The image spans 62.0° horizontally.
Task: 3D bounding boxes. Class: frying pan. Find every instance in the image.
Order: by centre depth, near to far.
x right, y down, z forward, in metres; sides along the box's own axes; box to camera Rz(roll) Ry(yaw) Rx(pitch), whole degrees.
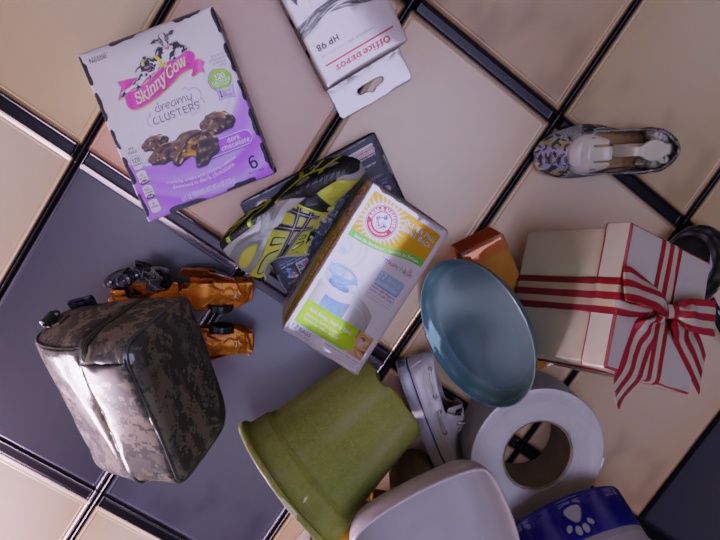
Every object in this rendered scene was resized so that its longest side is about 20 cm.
[{"bbox_3d":[0.505,0.012,0.869,0.188,0.031,0.116,34,96,-15],"label":"frying pan"}]

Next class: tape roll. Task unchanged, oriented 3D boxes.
[{"bbox_3d":[0.246,0.253,0.871,0.198,0.071,0.207,-1,101,-6],"label":"tape roll"}]

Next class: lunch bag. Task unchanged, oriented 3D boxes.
[{"bbox_3d":[-0.272,0.134,0.700,0.164,0.140,0.204,-6,114,18],"label":"lunch bag"}]

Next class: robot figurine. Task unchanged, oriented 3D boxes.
[{"bbox_3d":[-0.238,0.059,0.784,0.195,0.058,0.148,1,101,-7],"label":"robot figurine"}]

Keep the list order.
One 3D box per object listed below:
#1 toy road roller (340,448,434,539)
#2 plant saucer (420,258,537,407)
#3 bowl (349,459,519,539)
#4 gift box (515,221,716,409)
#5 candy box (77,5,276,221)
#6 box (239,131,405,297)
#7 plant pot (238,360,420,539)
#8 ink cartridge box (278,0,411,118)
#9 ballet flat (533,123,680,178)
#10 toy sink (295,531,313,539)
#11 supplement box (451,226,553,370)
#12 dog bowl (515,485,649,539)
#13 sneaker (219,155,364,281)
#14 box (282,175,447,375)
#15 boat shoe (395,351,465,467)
[{"bbox_3d":[0.027,0.356,0.844,0.143,0.123,0.204,9,101,-1],"label":"toy road roller"},{"bbox_3d":[0.153,0.078,0.775,0.027,0.199,0.204,-23,105,-31],"label":"plant saucer"},{"bbox_3d":[0.089,0.336,0.737,0.197,0.075,0.203,-23,107,-8],"label":"bowl"},{"bbox_3d":[0.313,0.062,0.740,0.181,0.186,0.205,12,83,-28],"label":"gift box"},{"bbox_3d":[-0.214,-0.186,0.727,0.165,0.072,0.203,-20,104,-1],"label":"candy box"},{"bbox_3d":[-0.035,-0.063,0.786,0.197,0.046,0.161,-28,104,0],"label":"box"},{"bbox_3d":[-0.027,0.219,0.786,0.183,0.200,0.202,-39,103,-8],"label":"plant pot"},{"bbox_3d":[-0.021,-0.302,0.727,0.114,0.067,0.202,-29,103,0],"label":"ink cartridge box"},{"bbox_3d":[0.332,-0.160,0.796,0.196,0.072,0.074,-4,102,-5],"label":"ballet flat"},{"bbox_3d":[-0.054,0.480,0.820,0.112,0.200,0.130,-45,102,5],"label":"toy sink"},{"bbox_3d":[0.195,0.046,0.826,0.066,0.069,0.203,-25,102,0],"label":"supplement box"},{"bbox_3d":[0.298,0.391,0.850,0.196,0.080,0.202,-14,139,-12],"label":"dog bowl"},{"bbox_3d":[-0.074,-0.065,0.727,0.198,0.076,0.077,-33,110,13],"label":"sneaker"},{"bbox_3d":[0.000,0.000,0.728,0.111,0.101,0.202,31,98,-13],"label":"box"},{"bbox_3d":[0.115,0.208,0.848,0.069,0.071,0.203,-20,97,8],"label":"boat shoe"}]
